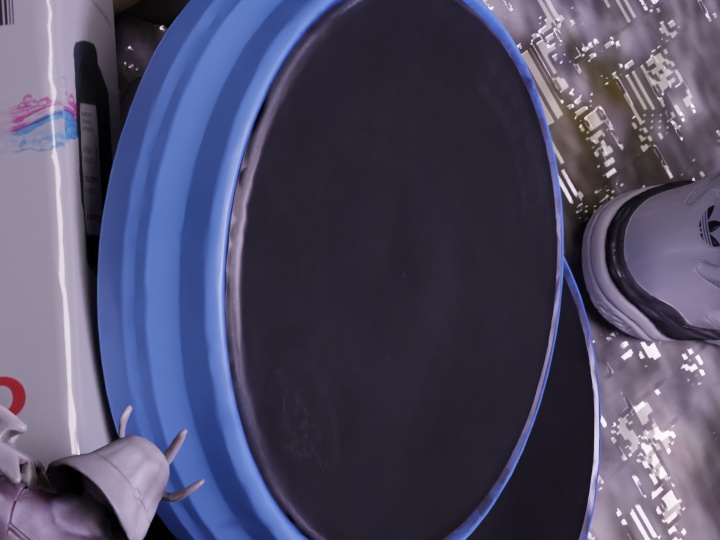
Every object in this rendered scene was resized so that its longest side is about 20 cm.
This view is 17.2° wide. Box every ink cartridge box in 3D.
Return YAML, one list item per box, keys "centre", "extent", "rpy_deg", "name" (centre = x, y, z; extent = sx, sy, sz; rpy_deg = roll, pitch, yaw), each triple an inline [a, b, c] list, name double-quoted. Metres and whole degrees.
- centre: [-0.148, -0.029, 0.709]
  extent: [0.146, 0.083, 0.200]
  rpy_deg: [-6, 80, 7]
  name: "ink cartridge box"

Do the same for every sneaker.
- centre: [0.197, -0.008, 0.959]
  extent: [0.200, 0.115, 0.075]
  rpy_deg: [1, 78, -34]
  name: "sneaker"

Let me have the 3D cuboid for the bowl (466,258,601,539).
- centre: [0.018, 0.055, 0.831]
  extent: [0.201, 0.039, 0.201]
  rpy_deg: [4, 85, -50]
  name: "bowl"

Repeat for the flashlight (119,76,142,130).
- centre: [-0.092, 0.032, 0.789]
  extent: [0.200, 0.068, 0.068]
  rpy_deg: [-64, 148, -23]
  name: "flashlight"

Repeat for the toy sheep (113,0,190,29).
- centre: [-0.039, -0.148, 0.825]
  extent: [0.200, 0.138, 0.138]
  rpy_deg: [-37, 100, -31]
  name: "toy sheep"

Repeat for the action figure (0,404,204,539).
- centre: [-0.113, 0.114, 0.612]
  extent: [0.130, 0.069, 0.200]
  rpy_deg: [37, 80, 25]
  name: "action figure"

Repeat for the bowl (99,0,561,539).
- centre: [0.000, 0.000, 0.733]
  extent: [0.201, 0.039, 0.201]
  rpy_deg: [-7, 99, -55]
  name: "bowl"
